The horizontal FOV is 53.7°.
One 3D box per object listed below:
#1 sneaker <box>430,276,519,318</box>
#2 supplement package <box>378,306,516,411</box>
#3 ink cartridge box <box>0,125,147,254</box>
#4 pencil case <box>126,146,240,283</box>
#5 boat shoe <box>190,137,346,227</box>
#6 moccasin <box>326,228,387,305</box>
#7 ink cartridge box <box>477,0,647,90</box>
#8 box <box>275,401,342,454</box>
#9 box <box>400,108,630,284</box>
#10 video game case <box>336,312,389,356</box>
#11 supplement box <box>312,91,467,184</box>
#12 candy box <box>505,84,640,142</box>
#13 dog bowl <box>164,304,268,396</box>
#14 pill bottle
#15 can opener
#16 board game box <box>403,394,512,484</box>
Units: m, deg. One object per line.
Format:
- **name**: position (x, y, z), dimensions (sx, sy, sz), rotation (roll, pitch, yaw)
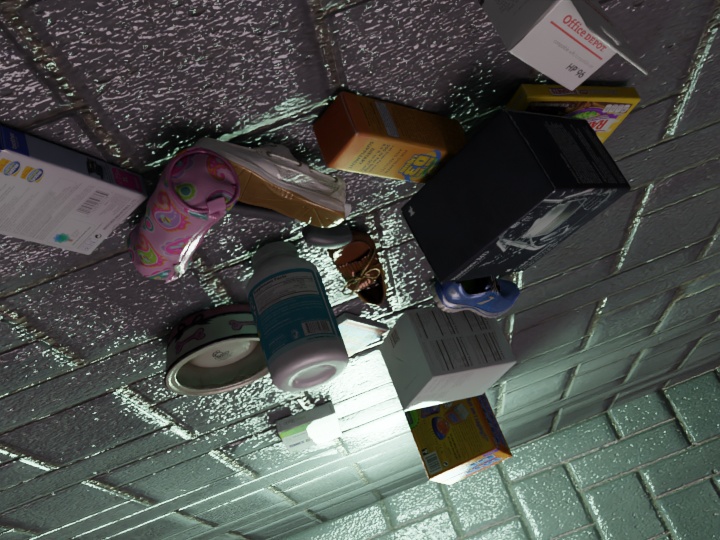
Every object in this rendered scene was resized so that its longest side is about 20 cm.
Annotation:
- **sneaker**: position (0.230, 0.036, 1.323), dimensions (0.199, 0.079, 0.089), rotation (1, 147, -37)
- **supplement package**: position (0.172, 0.169, 1.438), dimensions (0.199, 0.151, 0.152), rotation (-6, 148, -27)
- **ink cartridge box**: position (-0.341, -0.082, 0.746), dimensions (0.119, 0.042, 0.200), rotation (-37, 152, 24)
- **pencil case**: position (-0.204, -0.056, 0.807), dimensions (0.087, 0.088, 0.200), rotation (-3, 158, -32)
- **boat shoe**: position (-0.105, -0.115, 0.833), dimensions (0.199, 0.070, 0.071), rotation (22, 153, -28)
- **moccasin**: position (-0.002, 0.001, 1.093), dimensions (0.073, 0.078, 0.202), rotation (-21, 152, 0)
- **ink cartridge box**: position (0.163, -0.242, 0.646), dimensions (0.116, 0.201, 0.068), rotation (10, 139, -44)
- **box**: position (-0.123, 0.387, 1.744), dimensions (0.144, 0.036, 0.200), rotation (-18, 154, -7)
- **box**: position (0.196, -0.091, 0.908), dimensions (0.196, 0.124, 0.200), rotation (-6, 151, -44)
- **video game case**: position (-0.059, 0.149, 1.382), dimensions (0.200, 0.018, 0.143), rotation (-35, 150, 24)
- **supplement box**: position (0.045, -0.155, 0.863), dimensions (0.199, 0.069, 0.067), rotation (0, 148, -41)
- **candy box**: position (0.273, -0.205, 0.964), dimensions (0.199, 0.027, 0.102), rotation (-6, 152, -27)
- **dog bowl**: position (-0.226, 0.128, 1.166), dimensions (0.199, 0.074, 0.200), rotation (-16, 152, -9)
- **pill bottle**: position (-0.095, 0.059, 0.999), dimensions (0.110, 0.201, 0.111), rotation (-16, 151, -9)
- **can opener**: position (-0.088, -0.071, 0.915), dimensions (0.199, 0.067, 0.053), rotation (6, 141, -43)
- **board game box**: position (0.267, 0.444, 1.943), dimensions (0.199, 0.201, 0.200), rotation (-28, 152, 13)
